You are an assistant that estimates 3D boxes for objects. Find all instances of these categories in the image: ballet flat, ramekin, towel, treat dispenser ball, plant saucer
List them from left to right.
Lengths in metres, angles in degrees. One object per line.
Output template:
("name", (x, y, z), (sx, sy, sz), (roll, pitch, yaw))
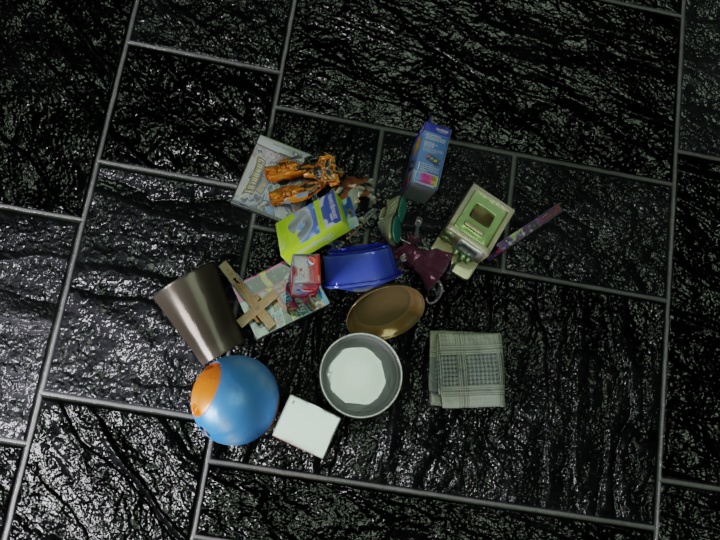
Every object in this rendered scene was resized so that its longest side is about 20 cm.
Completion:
("treat dispenser ball", (-0.284, 0.295, 1.502), (0.199, 0.201, 0.203), (1, 79, -6))
("ramekin", (-0.003, 0.254, 1.591), (0.198, 0.105, 0.202), (1, 79, -6))
("plant saucer", (0.058, 0.095, 1.605), (0.199, 0.201, 0.036), (-12, 48, -9))
("ballet flat", (0.074, -0.120, 1.651), (0.062, 0.200, 0.068), (-8, 120, 19))
("towel", (0.267, 0.248, 1.660), (0.198, 0.035, 0.194), (1, 79, -6))

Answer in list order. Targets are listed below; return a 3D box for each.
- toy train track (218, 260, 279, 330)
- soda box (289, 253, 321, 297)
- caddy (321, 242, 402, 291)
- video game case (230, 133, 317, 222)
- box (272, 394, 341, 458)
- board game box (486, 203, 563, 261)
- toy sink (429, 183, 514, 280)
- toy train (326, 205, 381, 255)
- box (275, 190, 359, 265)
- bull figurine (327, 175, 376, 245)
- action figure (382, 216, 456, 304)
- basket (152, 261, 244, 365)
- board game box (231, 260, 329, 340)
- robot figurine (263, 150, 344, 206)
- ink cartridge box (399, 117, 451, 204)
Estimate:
("toy train track", (-0.268, 0.060, 1.577), (0.115, 0.033, 0.200), (-40, 79, -4))
("soda box", (-0.128, 0.015, 1.511), (0.063, 0.200, 0.071), (-2, 80, -8))
("caddy", (0.000, 0.000, 1.599), (0.198, 0.141, 0.106), (-8, 101, 8))
("video game case", (-0.214, -0.230, 1.703), (0.180, 0.026, 0.201), (21, 77, -2))
("box", (-0.125, 0.354, 1.509), (0.124, 0.200, 0.098), (25, 77, -1))
("board game box", (0.420, -0.097, 1.702), (0.199, 0.120, 0.032), (-33, 87, -11))
("toy sink", (0.283, -0.097, 1.690), (0.130, 0.112, 0.201), (34, 77, 1))
("toy train", (-0.020, -0.094, 1.694), (0.046, 0.034, 0.200), (43, 77, 6))
("box", (-0.108, -0.110, 1.606), (0.199, 0.048, 0.122), (-29, 45, 12))
("bull figurine", (-0.036, -0.156, 1.672), (0.121, 0.065, 0.201), (8, 67, 35))
("action figure", (0.144, -0.034, 1.682), (0.199, 0.149, 0.134), (33, 64, 20))
("basket", (-0.373, 0.110, 1.564), (0.180, 0.136, 0.201), (-29, 89, 21))
("board game box", (-0.197, 0.063, 1.628), (0.199, 0.064, 0.148), (-26, 83, -12))
("robot figurine", (-0.137, -0.231, 1.658), (0.198, 0.058, 0.146), (-13, 72, 0))
("ink cartridge box", (0.171, -0.289, 1.702), (0.076, 0.136, 0.201), (18, 77, -6))
